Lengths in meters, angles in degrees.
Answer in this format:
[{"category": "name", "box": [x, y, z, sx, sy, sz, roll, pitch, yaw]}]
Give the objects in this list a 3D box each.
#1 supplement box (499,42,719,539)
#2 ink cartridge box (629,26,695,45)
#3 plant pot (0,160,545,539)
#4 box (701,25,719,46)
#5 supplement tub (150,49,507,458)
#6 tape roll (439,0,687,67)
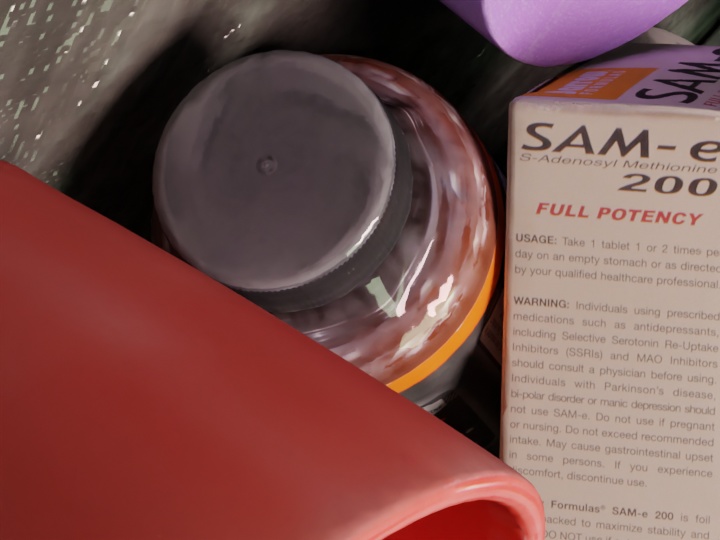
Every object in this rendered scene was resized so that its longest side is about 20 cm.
[{"category": "supplement box", "box": [0.092, 0.037, 0.882, 0.126, 0.073, 0.200, -37, 130, -68]}, {"category": "ink cartridge box", "box": [0.086, 0.032, 1.033, 0.050, 0.161, 0.200, 25, 111, -25]}, {"category": "plant pot", "box": [-0.082, 0.077, 0.759, 0.200, 0.177, 0.200, -40, 156, -21]}, {"category": "box", "box": [0.191, -0.082, 1.184, 0.200, 0.041, 0.156, -48, 157, -5]}, {"category": "supplement tub", "box": [0.000, 0.000, 0.880, 0.107, 0.107, 0.200, -48, 157, -2]}, {"category": "tape roll", "box": [0.083, -0.158, 0.835, 0.200, 0.066, 0.200, -39, 155, -22]}]
